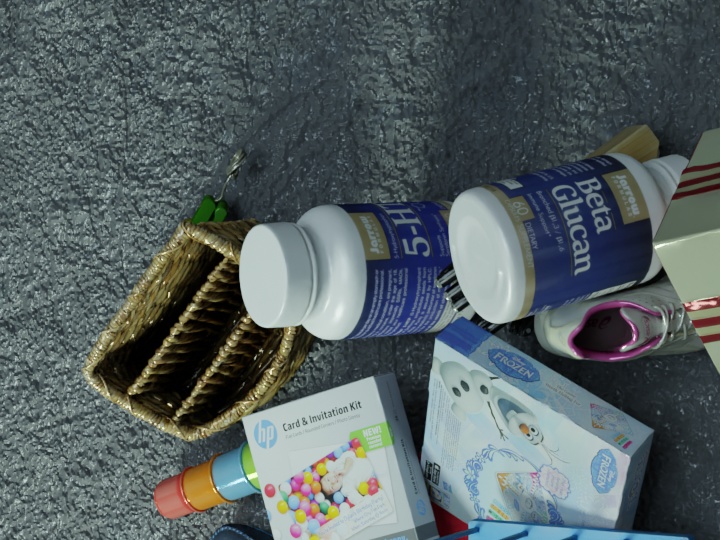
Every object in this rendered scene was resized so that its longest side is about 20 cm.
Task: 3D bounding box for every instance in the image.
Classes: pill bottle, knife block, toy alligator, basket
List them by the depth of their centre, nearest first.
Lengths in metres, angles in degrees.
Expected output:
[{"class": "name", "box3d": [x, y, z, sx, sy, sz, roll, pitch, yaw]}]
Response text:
[{"class": "pill bottle", "box3d": [0.182, -0.033, 1.508, 0.111, 0.199, 0.112, 165, 90, -69]}, {"class": "knife block", "box3d": [0.156, -0.038, 1.600, 0.174, 0.064, 0.202, 9, 91, -8]}, {"class": "pill bottle", "box3d": [0.000, 0.000, 1.646, 0.119, 0.199, 0.121, 10, 102, 58]}, {"class": "basket", "box3d": [-0.141, 0.065, 1.760, 0.143, 0.149, 0.200, 43, 108, 15]}, {"class": "toy alligator", "box3d": [-0.154, -0.029, 1.843, 0.054, 0.059, 0.200, 34, 106, -15]}]

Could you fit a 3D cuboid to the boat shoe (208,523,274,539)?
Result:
[{"class": "boat shoe", "box3d": [-0.077, 0.310, 1.757, 0.200, 0.068, 0.085, 37, 104, 27]}]

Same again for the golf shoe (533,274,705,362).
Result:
[{"class": "golf shoe", "box3d": [0.248, 0.044, 1.539, 0.198, 0.092, 0.076, -10, 101, -4]}]

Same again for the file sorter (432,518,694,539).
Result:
[{"class": "file sorter", "box3d": [0.156, 0.285, 1.489, 0.199, 0.122, 0.140, 0, 92, 30]}]

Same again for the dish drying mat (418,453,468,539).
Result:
[{"class": "dish drying mat", "box3d": [0.100, 0.262, 1.686, 0.200, 0.018, 0.077, 46, 107, 25]}]

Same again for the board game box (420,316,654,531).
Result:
[{"class": "board game box", "box3d": [0.145, 0.165, 1.585, 0.198, 0.043, 0.201, 32, 139, 26]}]

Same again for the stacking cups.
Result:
[{"class": "stacking cups", "box3d": [-0.118, 0.194, 1.795, 0.199, 0.060, 0.061, -22, 75, 27]}]

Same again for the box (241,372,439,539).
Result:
[{"class": "box", "box3d": [-0.013, 0.209, 1.679, 0.155, 0.041, 0.202, -19, 82, 32]}]

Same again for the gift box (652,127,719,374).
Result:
[{"class": "gift box", "box3d": [0.366, -0.017, 1.443, 0.186, 0.200, 0.185, -14, 34, 37]}]
